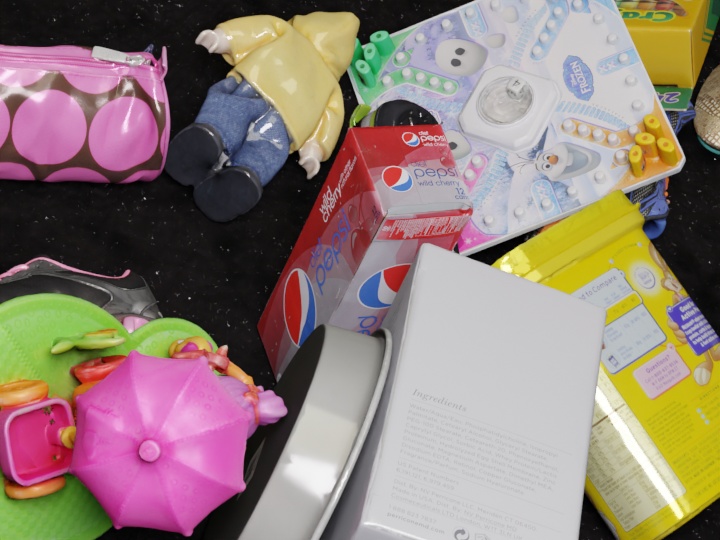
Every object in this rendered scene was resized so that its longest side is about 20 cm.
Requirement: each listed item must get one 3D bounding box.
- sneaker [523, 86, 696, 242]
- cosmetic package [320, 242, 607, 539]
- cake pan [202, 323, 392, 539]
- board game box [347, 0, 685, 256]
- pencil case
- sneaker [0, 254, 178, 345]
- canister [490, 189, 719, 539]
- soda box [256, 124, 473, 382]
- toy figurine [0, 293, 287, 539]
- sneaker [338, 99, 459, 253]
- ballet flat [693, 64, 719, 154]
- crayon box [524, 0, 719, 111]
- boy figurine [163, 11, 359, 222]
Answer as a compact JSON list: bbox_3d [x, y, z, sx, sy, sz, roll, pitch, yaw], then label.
[{"bbox_3d":[0.193,-0.059,1.483,0.078,0.075,0.200,42,55,-1],"label":"sneaker"},{"bbox_3d":[0.043,0.133,1.165,0.122,0.200,0.201,18,48,-7],"label":"cosmetic package"},{"bbox_3d":[-0.044,0.116,1.141,0.036,0.201,0.201,26,47,-7],"label":"cake pan"},{"bbox_3d":[0.103,-0.119,1.442,0.198,0.026,0.201,-21,58,4],"label":"board game box"},{"bbox_3d":[-0.223,-0.108,1.322,0.198,0.094,0.091,-1,53,-23],"label":"pencil case"},{"bbox_3d":[-0.206,0.030,1.238,0.198,0.079,0.096,5,45,-29],"label":"sneaker"},{"bbox_3d":[0.170,0.066,1.330,0.148,0.087,0.201,-28,79,-36],"label":"canister"},{"bbox_3d":[0.000,0.000,1.255,0.063,0.201,0.070,-3,54,-26],"label":"soda box"},{"bbox_3d":[-0.110,0.086,1.118,0.199,0.183,0.152,-14,100,-35],"label":"toy figurine"},{"bbox_3d":[0.018,-0.016,1.373,0.071,0.082,0.202,15,69,-41],"label":"sneaker"},{"bbox_3d":[0.327,-0.164,1.618,0.070,0.065,0.200,37,48,9],"label":"ballet flat"},{"bbox_3d":[0.199,-0.188,1.533,0.125,0.052,0.200,3,33,18],"label":"crayon box"},{"bbox_3d":[-0.063,-0.126,1.417,0.124,0.064,0.200,46,44,-13],"label":"boy figurine"}]
